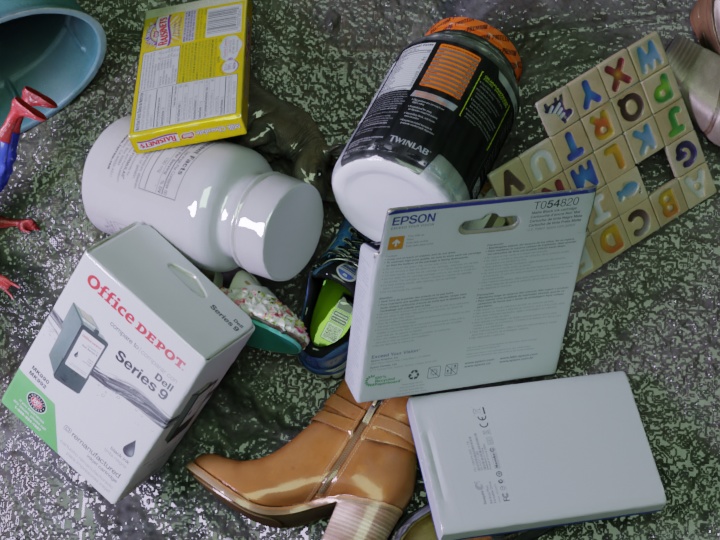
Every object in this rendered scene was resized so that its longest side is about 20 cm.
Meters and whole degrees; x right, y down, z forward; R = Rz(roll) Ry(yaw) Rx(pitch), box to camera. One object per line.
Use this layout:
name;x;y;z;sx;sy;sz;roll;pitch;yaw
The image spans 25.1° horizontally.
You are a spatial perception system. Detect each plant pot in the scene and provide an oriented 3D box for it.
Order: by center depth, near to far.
plant pot;-0.365;-0.248;1.476;0.200;0.200;0.196;-31;73;-1

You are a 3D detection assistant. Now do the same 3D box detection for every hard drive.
hard drive;0.151;0.159;1.404;0.200;0.025;0.132;-6;58;-12

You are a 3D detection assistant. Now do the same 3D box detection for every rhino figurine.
rhino figurine;-0.088;-0.126;1.492;0.200;0.060;0.087;35;62;7

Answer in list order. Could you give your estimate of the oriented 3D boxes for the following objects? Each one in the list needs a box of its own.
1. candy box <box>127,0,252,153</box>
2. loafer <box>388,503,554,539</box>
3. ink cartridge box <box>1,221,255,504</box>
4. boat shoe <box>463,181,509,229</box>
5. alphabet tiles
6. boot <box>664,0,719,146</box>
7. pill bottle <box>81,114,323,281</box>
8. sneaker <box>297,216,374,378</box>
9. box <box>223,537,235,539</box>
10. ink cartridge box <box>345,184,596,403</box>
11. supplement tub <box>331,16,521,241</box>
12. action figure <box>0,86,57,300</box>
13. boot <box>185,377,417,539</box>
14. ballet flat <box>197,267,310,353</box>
candy box;-0.150;-0.182;1.459;0.102;0.026;0.200;-11;41;9
loafer;0.119;0.213;1.422;0.200;0.072;0.073;-27;79;-1
ink cartridge box;-0.205;0.080;1.409;0.146;0.084;0.200;41;124;9
boat shoe;0.080;0.013;1.461;0.068;0.075;0.200;36;93;36
alphabet tiles;0.211;-0.091;1.428;0.200;0.008;0.167;-32;114;-14
boot;0.367;-0.203;1.475;0.146;0.070;0.200;34;86;2
pill bottle;-0.138;-0.061;1.430;0.200;0.114;0.114;19;83;30
sneaker;0.000;0.000;1.454;0.079;0.089;0.200;20;81;7
box;-0.045;0.361;1.322;0.200;0.171;0.199;31;83;-36
ink cartridge box;0.091;0.013;1.376;0.199;0.200;0.041;-6;36;-22
supplement tub;0.065;-0.123;1.423;0.122;0.123;0.200;24;55;7
action figure;-0.321;-0.058;1.489;0.099;0.065;0.200;34;110;-7
boot;-0.043;0.158;1.445;0.200;0.077;0.155;17;74;21
ballet flat;-0.128;0.028;1.444;0.200;0.076;0.064;7;64;29
